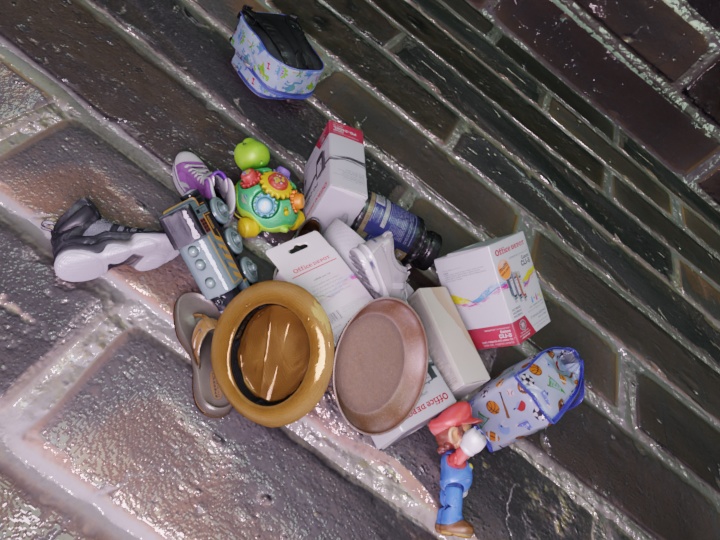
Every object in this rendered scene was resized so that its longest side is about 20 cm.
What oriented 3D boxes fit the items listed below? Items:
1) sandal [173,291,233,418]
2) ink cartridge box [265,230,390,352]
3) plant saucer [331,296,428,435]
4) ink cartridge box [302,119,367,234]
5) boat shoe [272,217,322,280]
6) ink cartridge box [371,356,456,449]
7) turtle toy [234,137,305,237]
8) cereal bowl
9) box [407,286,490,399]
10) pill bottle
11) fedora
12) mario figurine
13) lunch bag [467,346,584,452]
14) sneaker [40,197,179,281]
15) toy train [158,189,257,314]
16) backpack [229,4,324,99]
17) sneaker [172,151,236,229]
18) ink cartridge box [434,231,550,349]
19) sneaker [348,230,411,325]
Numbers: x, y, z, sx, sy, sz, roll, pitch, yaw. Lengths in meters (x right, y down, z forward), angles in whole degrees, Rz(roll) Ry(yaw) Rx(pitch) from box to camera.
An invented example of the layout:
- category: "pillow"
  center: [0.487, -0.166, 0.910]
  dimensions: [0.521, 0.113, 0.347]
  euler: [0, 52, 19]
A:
- category: "sandal"
  center: [-0.225, 0.116, 0.791]
  dimensions: [0.081, 0.055, 0.202]
  euler: [3, 55, -34]
- category: "ink cartridge box"
  center: [-0.062, 0.042, 0.852]
  dimensions: [0.116, 0.068, 0.201]
  euler: [-25, 69, -38]
- category: "plant saucer"
  center: [0.025, 0.140, 0.793]
  dimensions: [0.199, 0.036, 0.203]
  euler: [-1, 91, -43]
- category: "ink cartridge box"
  center: [-0.055, -0.180, 1.086]
  dimensions: [0.083, 0.146, 0.202]
  euler: [16, 47, -22]
- category: "boat shoe"
  center: [-0.111, -0.013, 0.972]
  dimensions: [0.071, 0.068, 0.202]
  euler: [25, 47, -16]
- category: "ink cartridge box"
  center: [0.051, 0.179, 0.916]
  dimensions: [0.146, 0.083, 0.201]
  euler: [-15, 66, -41]
- category: "turtle toy"
  center: [-0.183, -0.156, 1.008]
  dimensions: [0.145, 0.101, 0.201]
  euler: [-15, 66, -42]
- category: "cereal bowl"
  center: [0.000, 0.000, 0.985]
  dimensions: [0.200, 0.083, 0.200]
  euler: [43, -2, 2]
- category: "box"
  center: [0.153, 0.140, 1.015]
  dimensions: [0.077, 0.095, 0.202]
  euler: [-2, 59, -37]
- category: "pill bottle"
  center: [0.067, -0.079, 1.118]
  dimensions: [0.198, 0.112, 0.113]
  euler: [26, 45, -15]
- category: "fedora"
  center: [-0.116, 0.116, 0.763]
  dimensions: [0.201, 0.200, 0.082]
  euler: [52, 11, 12]
- category: "mario figurine"
  center: [0.169, 0.312, 0.845]
  dimensions: [0.105, 0.123, 0.202]
  euler: [20, 65, -33]
- category: "lunch bag"
  center: [0.317, 0.231, 1.001]
  dimensions: [0.199, 0.170, 0.124]
  euler: [-26, 76, -46]
- category: "sneaker"
  center: [-0.373, -0.058, 0.812]
  dimensions: [0.199, 0.076, 0.114]
  euler: [-17, 64, -45]
- category: "toy train"
  center: [-0.233, -0.028, 0.831]
  dimensions: [0.114, 0.084, 0.202]
  euler: [-64, 132, -70]
- category: "backpack"
  center: [-0.190, -0.486, 1.238]
  dimensions: [0.182, 0.147, 0.201]
  euler: [-15, 62, -43]
- category: "sneaker"
  center: [-0.268, -0.157, 0.941]
  dimensions: [0.072, 0.114, 0.202]
  euler: [-12, 62, -39]
- category: "ink cartridge box"
  center: [0.270, 0.041, 1.096]
  dimensions: [0.144, 0.144, 0.202]
  euler: [-20, 92, -43]
- category: "sneaker"
  center: [0.057, 0.026, 0.861]
  dimensions: [0.082, 0.201, 0.075]
  euler: [-36, 41, -11]
